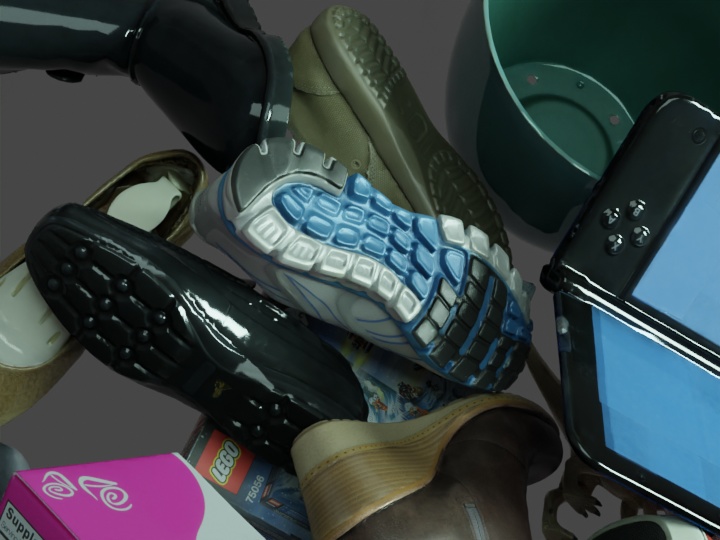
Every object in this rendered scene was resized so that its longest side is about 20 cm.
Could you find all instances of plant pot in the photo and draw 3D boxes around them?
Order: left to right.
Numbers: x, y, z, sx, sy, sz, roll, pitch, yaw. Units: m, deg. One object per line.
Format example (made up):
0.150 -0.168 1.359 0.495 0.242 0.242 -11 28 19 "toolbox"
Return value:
0.138 -0.099 1.082 0.199 0.161 0.202 6 68 -14 "plant pot"

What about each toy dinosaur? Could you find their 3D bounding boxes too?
0.134 0.104 1.080 0.200 0.058 0.101 39 51 -14 "toy dinosaur"

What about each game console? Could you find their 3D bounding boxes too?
0.198 0.037 0.945 0.199 0.118 0.171 28 97 -26 "game console"

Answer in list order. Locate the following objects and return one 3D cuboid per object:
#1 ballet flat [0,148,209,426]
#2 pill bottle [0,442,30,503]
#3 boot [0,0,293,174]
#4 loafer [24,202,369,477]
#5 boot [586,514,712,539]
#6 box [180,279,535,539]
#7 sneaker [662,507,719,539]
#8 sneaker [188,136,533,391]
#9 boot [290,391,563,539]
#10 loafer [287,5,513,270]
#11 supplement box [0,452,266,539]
-0.148 0.002 1.001 0.068 0.072 0.200 46 64 1 "ballet flat"
-0.226 0.124 0.914 0.199 0.106 0.107 13 68 -14 "pill bottle"
-0.132 -0.109 1.002 0.167 0.077 0.200 5 26 -18 "boot"
-0.080 0.030 0.969 0.200 0.068 0.071 36 31 -16 "loafer"
0.166 0.198 0.975 0.144 0.200 0.073 16 48 -13 "boot"
-0.003 0.062 1.048 0.137 0.040 0.201 30 65 -8 "box"
0.202 0.075 1.058 0.114 0.073 0.201 26 41 -30 "sneaker"
0.000 0.000 0.970 0.200 0.087 0.075 33 65 -24 "sneaker"
0.062 0.146 0.939 0.199 0.072 0.167 0 52 -48 "boot"
0.017 -0.045 1.035 0.201 0.067 0.076 62 30 -5 "loafer"
-0.123 0.193 0.854 0.101 0.201 0.103 0 33 -50 "supplement box"
